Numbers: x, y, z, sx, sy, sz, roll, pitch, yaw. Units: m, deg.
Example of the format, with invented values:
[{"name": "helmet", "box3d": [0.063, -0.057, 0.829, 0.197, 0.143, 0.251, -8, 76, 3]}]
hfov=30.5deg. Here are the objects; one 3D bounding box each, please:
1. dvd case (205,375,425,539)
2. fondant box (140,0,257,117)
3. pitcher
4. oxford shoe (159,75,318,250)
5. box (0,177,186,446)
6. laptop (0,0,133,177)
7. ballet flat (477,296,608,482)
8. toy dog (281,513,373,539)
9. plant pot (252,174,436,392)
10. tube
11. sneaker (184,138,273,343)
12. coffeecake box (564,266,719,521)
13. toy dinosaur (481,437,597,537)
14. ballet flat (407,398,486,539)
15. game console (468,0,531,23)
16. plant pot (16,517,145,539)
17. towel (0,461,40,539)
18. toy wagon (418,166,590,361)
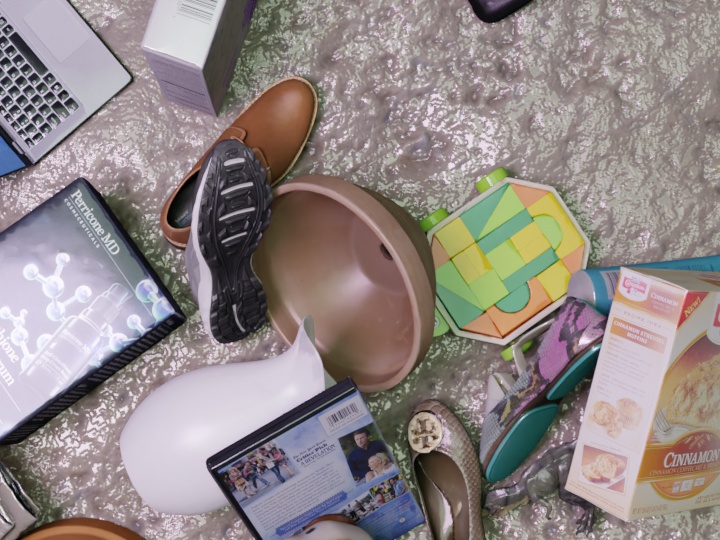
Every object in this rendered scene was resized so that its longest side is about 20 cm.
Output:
[{"name": "dvd case", "box3d": [-0.035, 0.194, 1.159, 0.142, 0.018, 0.201, -29, 131, -4]}, {"name": "fondant box", "box3d": [-0.134, -0.229, 1.163, 0.058, 0.200, 0.146, 18, 85, -2]}, {"name": "pitcher", "box3d": [-0.096, 0.154, 1.178, 0.199, 0.121, 0.172, -27, 115, 7]}, {"name": "oxford shoe", "box3d": [-0.109, -0.101, 1.220, 0.071, 0.071, 0.200, 39, 84, 3]}, {"name": "box", "box3d": [-0.280, 0.040, 1.184, 0.199, 0.107, 0.149, -36, 87, -5]}, {"name": "laptop", "box3d": [-0.346, -0.191, 1.196, 0.200, 0.116, 0.188, -41, 88, -4]}, {"name": "ballet flat", "box3d": [0.155, 0.102, 1.194, 0.071, 0.069, 0.201, 52, 125, 29]}, {"name": "toy dog", "box3d": [-0.044, 0.311, 1.132, 0.192, 0.140, 0.202, 13, 110, -20]}, {"name": "plant pot", "box3d": [0.000, 0.000, 1.182, 0.092, 0.201, 0.202, -32, 86, -42]}, {"name": "tube", "box3d": [0.289, 0.021, 1.223, 0.198, 0.050, 0.078, -2, 91, -20]}, {"name": "sneaker", "box3d": [-0.126, -0.030, 1.164, 0.073, 0.202, 0.079, -17, 44, -28]}, {"name": "coffeecake box", "box3d": [0.272, 0.104, 1.150, 0.153, 0.073, 0.202, 2, 105, -44]}, {"name": "toy dinosaur", "box3d": [0.200, 0.184, 1.209, 0.200, 0.048, 0.088, -41, 109, 6]}, {"name": "ballet flat", "box3d": [0.080, 0.218, 1.202, 0.067, 0.046, 0.202, -13, 89, 39]}, {"name": "game console", "box3d": [0.161, -0.365, 1.276, 0.175, 0.116, 0.201, -29, 86, 26]}, {"name": "plant pot", "box3d": [-0.256, 0.325, 1.146, 0.198, 0.140, 0.202, 0, 86, -2]}, {"name": "towel", "box3d": [-0.403, 0.194, 1.169, 0.200, 0.035, 0.193, -39, 87, 20]}, {"name": "toy wagon", "box3d": [0.116, 0.007, 1.234, 0.199, 0.040, 0.156, -34, 87, -4]}]
